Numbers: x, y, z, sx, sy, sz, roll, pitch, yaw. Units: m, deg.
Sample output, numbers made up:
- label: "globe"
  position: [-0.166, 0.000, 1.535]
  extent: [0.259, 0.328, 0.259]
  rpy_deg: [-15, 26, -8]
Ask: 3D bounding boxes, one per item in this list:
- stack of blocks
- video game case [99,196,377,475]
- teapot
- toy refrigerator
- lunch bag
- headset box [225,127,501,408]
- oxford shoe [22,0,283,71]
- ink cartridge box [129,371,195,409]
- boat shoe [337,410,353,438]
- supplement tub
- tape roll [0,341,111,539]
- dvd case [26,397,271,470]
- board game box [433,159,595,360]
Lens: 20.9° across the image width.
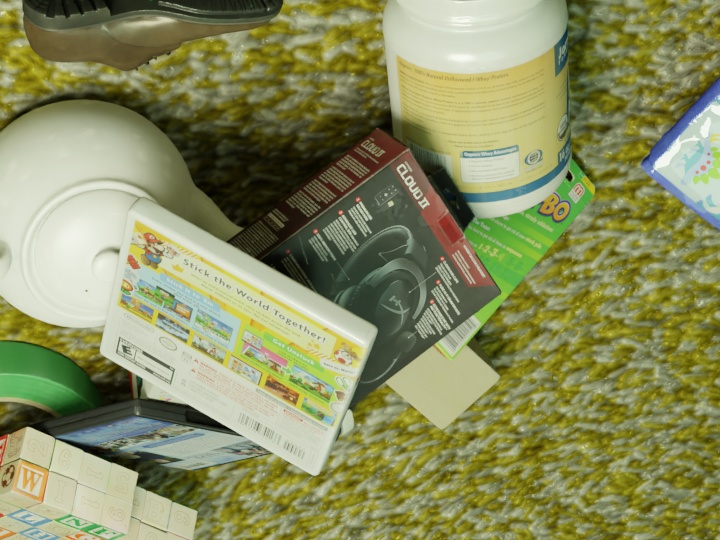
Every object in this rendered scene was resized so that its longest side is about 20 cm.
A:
- label: "stack of blocks"
  position: [-0.240, 0.208, 1.686]
  extent: [0.200, 0.059, 0.115]
  rpy_deg: [28, 146, -32]
- label: "video game case"
  position: [-0.096, 0.052, 1.452]
  extent: [0.200, 0.023, 0.182]
  rpy_deg: [29, 141, 8]
- label: "teapot"
  position: [-0.217, -0.031, 1.532]
  extent: [0.200, 0.146, 0.197]
  rpy_deg: [-44, 120, 7]
- label: "toy refrigerator"
  position: [0.030, 0.049, 1.728]
  extent: [0.076, 0.070, 0.200]
  rpy_deg: [-43, 126, 9]
- label: "lunch bag"
  position: [0.355, -0.112, 1.658]
  extent: [0.200, 0.128, 0.170]
  rpy_deg: [22, 118, -39]
- label: "headset box"
  position: [0.000, 0.000, 1.507]
  extent: [0.200, 0.077, 0.149]
  rpy_deg: [-38, 115, -6]
- label: "oxford shoe"
  position: [-0.159, -0.196, 1.499]
  extent: [0.199, 0.073, 0.085]
  rpy_deg: [-3, 144, -11]
- label: "ink cartridge box"
  position: [-0.131, 0.084, 1.644]
  extent: [0.116, 0.067, 0.200]
  rpy_deg: [-3, 164, -13]
- label: "boat shoe"
  position: [-0.051, 0.103, 1.711]
  extent: [0.060, 0.076, 0.200]
  rpy_deg: [-36, 145, -14]
- label: "supplement tub"
  position: [0.093, -0.158, 1.539]
  extent: [0.144, 0.145, 0.200]
  rpy_deg: [-12, 129, -7]
- label: "tape roll"
  position: [-0.322, 0.154, 1.722]
  extent: [0.200, 0.048, 0.201]
  rpy_deg: [-7, 128, -10]
- label: "dvd case"
  position: [-0.165, 0.142, 1.674]
  extent: [0.142, 0.018, 0.200]
  rpy_deg: [-16, 158, 39]
- label: "board game box"
  position: [0.114, -0.026, 1.682]
  extent: [0.200, 0.030, 0.096]
  rpy_deg: [-47, 127, -5]
